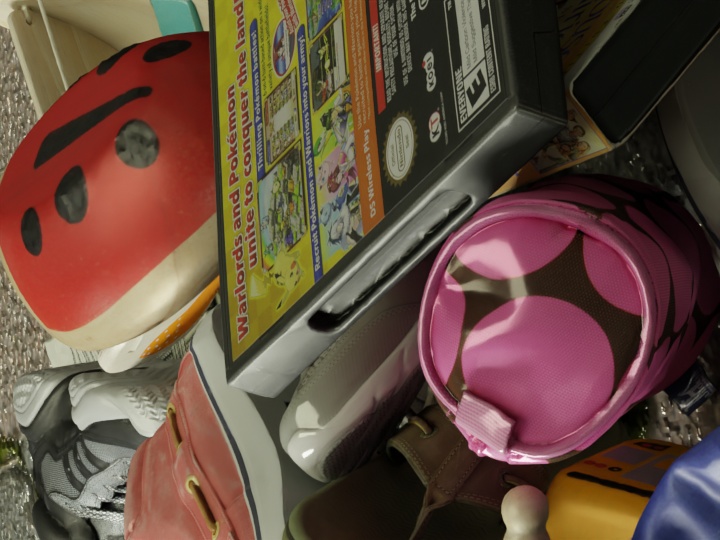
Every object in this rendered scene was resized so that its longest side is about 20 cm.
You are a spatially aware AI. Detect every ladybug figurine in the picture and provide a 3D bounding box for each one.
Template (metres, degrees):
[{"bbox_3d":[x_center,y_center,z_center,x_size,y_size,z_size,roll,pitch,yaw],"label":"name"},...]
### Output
[{"bbox_3d":[-0.094,-0.041,1.250,0.200,0.072,0.136,-30,38,49],"label":"ladybug figurine"}]

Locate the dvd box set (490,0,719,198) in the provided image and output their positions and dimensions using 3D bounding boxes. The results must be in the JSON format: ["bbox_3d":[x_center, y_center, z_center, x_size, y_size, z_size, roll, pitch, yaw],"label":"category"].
[{"bbox_3d":[0.062,-0.074,1.044,0.029,0.146,0.200,48,150,-13],"label":"dvd box set"}]

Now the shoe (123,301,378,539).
[{"bbox_3d":[-0.032,0.109,1.135,0.091,0.071,0.201,-59,38,30],"label":"shoe"}]

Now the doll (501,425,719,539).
[{"bbox_3d":[0.097,0.119,0.968,0.136,0.048,0.200,42,129,12],"label":"doll"}]

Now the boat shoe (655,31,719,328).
[{"bbox_3d":[0.147,0.011,0.990,0.201,0.071,0.070,61,143,25],"label":"boat shoe"}]

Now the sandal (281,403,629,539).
[{"bbox_3d":[0.037,0.073,1.084,0.079,0.201,0.058,27,120,19],"label":"sandal"}]

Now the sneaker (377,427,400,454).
[{"bbox_3d":[0.022,0.129,1.236,0.200,0.072,0.073,53,177,33],"label":"sneaker"}]

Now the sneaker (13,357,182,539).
[{"bbox_3d":[-0.110,0.103,1.451,0.200,0.075,0.115,178,84,-65],"label":"sneaker"}]

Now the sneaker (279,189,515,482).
[{"bbox_3d":[0.000,0.000,1.142,0.075,0.082,0.200,-62,2,44],"label":"sneaker"}]

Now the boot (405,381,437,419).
[{"bbox_3d":[0.016,0.043,1.216,0.201,0.095,0.074,63,146,34],"label":"boot"}]

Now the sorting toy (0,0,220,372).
[{"bbox_3d":[-0.069,-0.085,1.364,0.180,0.106,0.201,-48,54,47],"label":"sorting toy"}]

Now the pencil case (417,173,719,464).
[{"bbox_3d":[0.073,0.018,1.009,0.091,0.200,0.094,40,100,10],"label":"pencil case"}]

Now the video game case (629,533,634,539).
[{"bbox_3d":[0.123,0.205,1.013,0.182,0.022,0.201,44,123,22],"label":"video game case"}]

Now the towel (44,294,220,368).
[{"bbox_3d":[-0.105,0.070,1.524,0.192,0.034,0.201,-38,62,59],"label":"towel"}]

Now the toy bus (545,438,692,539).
[{"bbox_3d":[0.101,0.170,1.087,0.065,0.078,0.202,13,109,35],"label":"toy bus"}]

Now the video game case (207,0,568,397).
[{"bbox_3d":[0.003,-0.085,1.025,0.181,0.025,0.201,-43,41,43],"label":"video game case"}]
